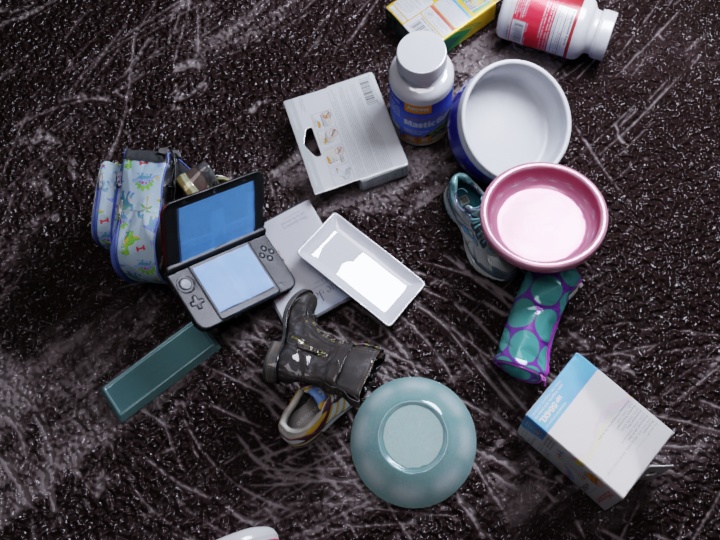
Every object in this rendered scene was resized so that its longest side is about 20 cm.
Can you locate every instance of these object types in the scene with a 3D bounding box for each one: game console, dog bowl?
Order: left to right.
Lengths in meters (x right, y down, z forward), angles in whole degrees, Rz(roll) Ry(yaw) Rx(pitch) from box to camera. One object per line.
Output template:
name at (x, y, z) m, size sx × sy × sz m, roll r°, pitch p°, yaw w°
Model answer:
game console at (-0.201, -0.032, 1.357) m, size 0.198 × 0.119 × 0.174 m, roll -26°, pitch 74°, yaw -37°
dog bowl at (0.248, -0.244, 1.458) m, size 0.196 × 0.079 × 0.205 m, roll 1°, pitch 88°, yaw -14°

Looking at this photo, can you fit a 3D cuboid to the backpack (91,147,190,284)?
backpack at (-0.350, -0.080, 1.421) m, size 0.144 × 0.183 × 0.204 m, roll 2°, pitch 79°, yaw 8°

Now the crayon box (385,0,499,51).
crayon box at (0.161, -0.485, 1.613) m, size 0.199 × 0.052 × 0.126 m, roll -36°, pitch 71°, yaw -9°

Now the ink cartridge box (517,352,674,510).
ink cartridge box at (0.349, 0.247, 1.275) m, size 0.199 × 0.129 × 0.125 m, roll 41°, pitch 76°, yaw 18°

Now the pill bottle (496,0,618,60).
pill bottle at (0.351, -0.446, 1.553) m, size 0.197 × 0.113 × 0.114 m, roll 20°, pitch 71°, yaw 10°

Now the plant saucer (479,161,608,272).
plant saucer at (0.285, -0.077, 1.365) m, size 0.196 × 0.051 × 0.204 m, roll -3°, pitch 59°, yaw 4°

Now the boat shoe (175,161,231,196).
boat shoe at (-0.231, -0.121, 1.413) m, size 0.066 × 0.201 × 0.072 m, roll -36°, pitch 72°, yaw 3°

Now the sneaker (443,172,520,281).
sneaker at (0.196, -0.073, 1.432) m, size 0.077 × 0.087 × 0.202 m, roll -29°, pitch 70°, yaw -7°

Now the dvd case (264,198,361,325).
dvd case at (-0.104, -0.008, 1.462) m, size 0.141 × 0.018 × 0.202 m, roll -28°, pitch 70°, yaw -8°

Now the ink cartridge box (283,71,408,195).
ink cartridge box at (-0.026, -0.234, 1.532) m, size 0.171 × 0.044 × 0.203 m, roll -19°, pitch 69°, yaw -3°

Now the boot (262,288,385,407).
boot at (-0.044, 0.119, 1.331) m, size 0.171 × 0.070 × 0.202 m, roll 7°, pitch 47°, yaw 14°

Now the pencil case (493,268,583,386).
pencil case at (0.282, 0.075, 1.370) m, size 0.091 × 0.085 × 0.203 m, roll 17°, pitch 71°, yaw 24°

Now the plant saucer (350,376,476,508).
plant saucer at (0.081, 0.258, 1.336) m, size 0.197 × 0.039 × 0.205 m, roll -1°, pitch 68°, yaw 3°

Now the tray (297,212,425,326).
tray at (0.000, 0.000, 1.435) m, size 0.199 × 0.022 × 0.107 m, roll 38°, pitch 62°, yaw 11°

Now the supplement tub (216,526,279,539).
supplement tub at (-0.154, 0.476, 1.211) m, size 0.138 × 0.141 × 0.203 m, roll -20°, pitch 69°, yaw -5°

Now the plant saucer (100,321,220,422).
plant saucer at (-0.326, 0.158, 1.412) m, size 0.199 × 0.019 × 0.070 m, roll -38°, pitch 71°, yaw -10°

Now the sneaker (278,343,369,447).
sneaker at (-0.046, 0.188, 1.343) m, size 0.075 × 0.090 × 0.201 m, roll 37°, pitch 76°, yaw 16°

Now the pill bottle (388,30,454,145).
pill bottle at (0.102, -0.308, 1.468) m, size 0.110 × 0.201 × 0.114 m, roll -1°, pitch 68°, yaw 3°
